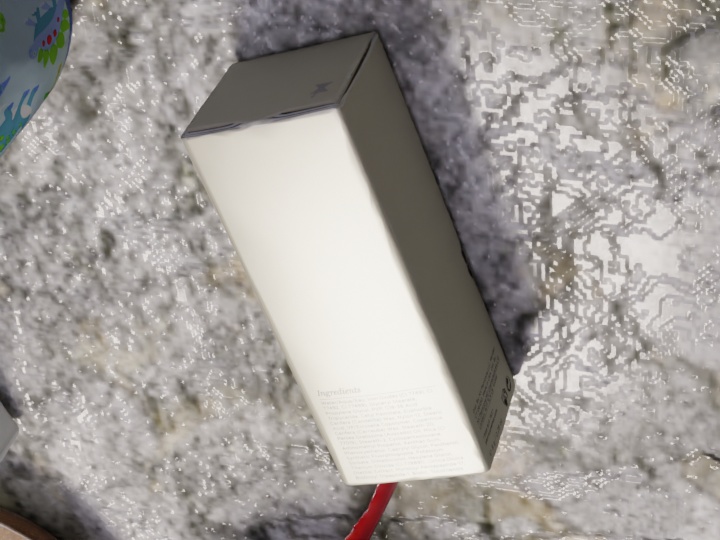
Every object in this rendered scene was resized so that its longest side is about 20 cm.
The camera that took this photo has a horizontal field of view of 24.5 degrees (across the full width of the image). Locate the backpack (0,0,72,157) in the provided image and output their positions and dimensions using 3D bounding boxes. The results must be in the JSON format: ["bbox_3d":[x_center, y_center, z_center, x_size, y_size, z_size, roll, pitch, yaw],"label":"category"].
[{"bbox_3d":[-0.243,-0.100,0.718,0.199,0.147,0.183,35,132,-11],"label":"backpack"}]

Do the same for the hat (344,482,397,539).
[{"bbox_3d":[0.005,0.201,0.934,0.165,0.177,0.200,36,167,-11],"label":"hat"}]

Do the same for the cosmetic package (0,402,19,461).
[{"bbox_3d":[-0.324,0.073,0.864,0.166,0.167,0.201,-14,119,29],"label":"cosmetic package"}]

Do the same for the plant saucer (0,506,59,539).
[{"bbox_3d":[-0.228,0.204,1.011,0.199,0.037,0.202,10,129,13],"label":"plant saucer"}]

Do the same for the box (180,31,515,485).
[{"bbox_3d":[0.000,0.000,0.751,0.082,0.069,0.201,-7,122,25],"label":"box"}]
